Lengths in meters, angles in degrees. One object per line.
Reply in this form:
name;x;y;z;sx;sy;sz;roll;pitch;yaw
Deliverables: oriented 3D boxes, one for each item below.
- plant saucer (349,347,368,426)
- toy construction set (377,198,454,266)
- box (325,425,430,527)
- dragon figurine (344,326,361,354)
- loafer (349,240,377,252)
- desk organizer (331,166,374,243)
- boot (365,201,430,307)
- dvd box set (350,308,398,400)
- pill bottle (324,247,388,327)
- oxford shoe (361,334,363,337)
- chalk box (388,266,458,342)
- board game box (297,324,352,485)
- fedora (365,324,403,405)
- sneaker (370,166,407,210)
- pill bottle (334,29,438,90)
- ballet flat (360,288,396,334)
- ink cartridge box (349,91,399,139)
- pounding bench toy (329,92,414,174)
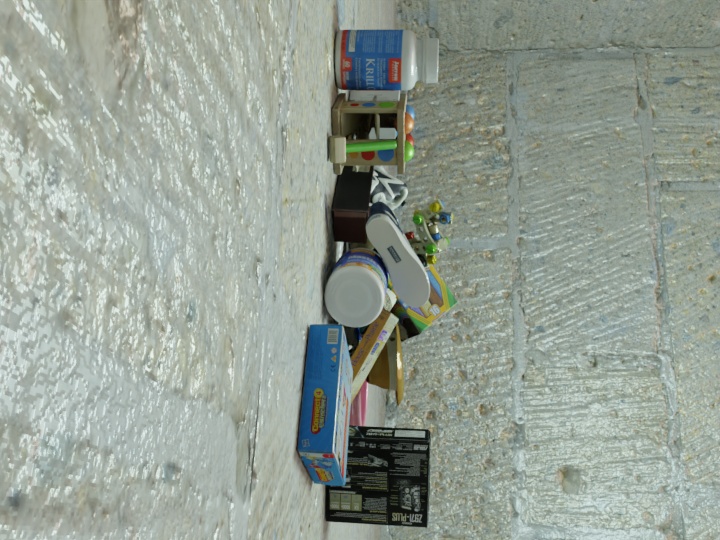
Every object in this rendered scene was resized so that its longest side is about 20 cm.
plant saucer;-0.013;0.261;1.672;0.200;0.049;0.206;1;90;-84
toy construction set;0.095;-0.071;1.467;0.091;0.198;0.134;-21;105;-39
box;0.036;0.392;1.432;0.086;0.195;0.168;-24;115;-84
dragon figurine;-0.018;0.121;1.543;0.200;0.057;0.102;65;27;-75
loafer;0.000;0.000;1.612;0.077;0.066;0.203;83;16;-56
desk organizer;-0.011;-0.147;1.501;0.202;0.070;0.078;-82;174;-50
boot;0.075;-0.033;1.404;0.091;0.071;0.203;-82;147;-63
dvd box set;0.008;0.170;1.453;0.203;0.029;0.146;-61;168;-2
pill bottle;-0.003;0.022;1.406;0.200;0.109;0.115;-72;162;-73
oxford shoe;0.033;0.109;1.744;0.199;0.057;0.077;-39;141;-41
chalk box;0.102;0.037;1.694;0.202;0.123;0.125;56;-22;1
board game box;-0.052;0.220;1.202;0.197;0.054;0.204;82;10;-61
fedora;0.049;0.198;1.636;0.201;0.080;0.206;176;-90;-89
sneaker;0.047;-0.195;1.685;0.080;0.128;0.200;-52;-164;19
pill bottle;0.052;-0.406;1.441;0.112;0.195;0.115;1;90;-84
ballet flat;0.036;0.076;1.582;0.069;0.074;0.201;59;-24;14
ink cartridge box;0.031;-0.354;1.676;0.068;0.113;0.203;85;8;-46
pounding bench toy;0.026;-0.249;1.420;0.201;0.152;0.127;-78;168;-62
